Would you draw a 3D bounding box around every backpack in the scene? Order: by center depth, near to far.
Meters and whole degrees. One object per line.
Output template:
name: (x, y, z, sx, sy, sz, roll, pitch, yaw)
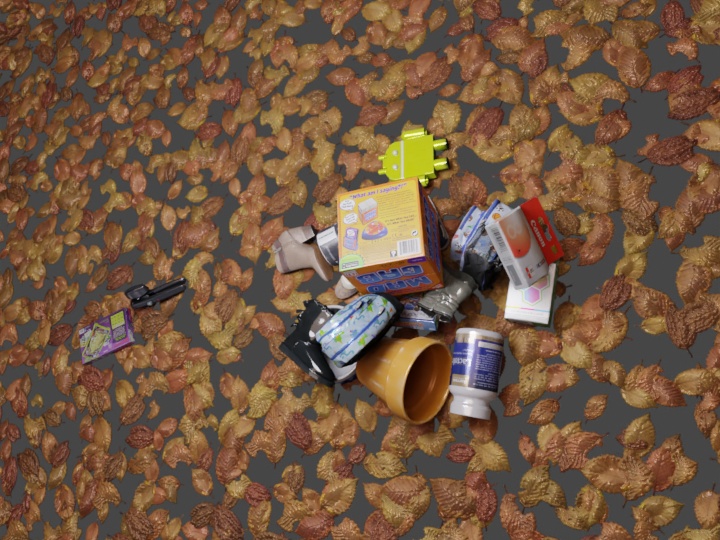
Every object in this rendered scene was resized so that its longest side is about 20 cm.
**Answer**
backpack: (-0.011, 0.140, 1.465, 0.163, 0.154, 0.200, -37, 17, 46)
backpack: (0.309, -0.072, 1.509, 0.154, 0.200, 0.191, 38, 77, 13)

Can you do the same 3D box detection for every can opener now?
can opener: (-0.628, 0.072, 1.935, 0.199, 0.079, 0.064, -14, 63, 10)

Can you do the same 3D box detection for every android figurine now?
android figurine: (0.143, -0.303, 1.711, 0.199, 0.041, 0.183, -6, 67, 20)

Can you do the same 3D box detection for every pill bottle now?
pill bottle: (0.270, 0.243, 1.474, 0.115, 0.116, 0.201, 4, 78, 24)
pill bottle: (-0.010, -0.099, 1.691, 0.199, 0.106, 0.107, -27, 67, 15)

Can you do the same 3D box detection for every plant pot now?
plant pot: (0.095, 0.246, 1.519, 0.183, 0.200, 0.201, 14, 82, 41)

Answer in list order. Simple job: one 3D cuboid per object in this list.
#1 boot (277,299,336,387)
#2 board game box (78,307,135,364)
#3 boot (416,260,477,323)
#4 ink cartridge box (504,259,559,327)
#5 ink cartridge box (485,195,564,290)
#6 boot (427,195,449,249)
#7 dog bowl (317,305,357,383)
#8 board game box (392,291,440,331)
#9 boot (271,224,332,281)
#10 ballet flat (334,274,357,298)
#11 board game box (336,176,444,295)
boot: (-0.103, 0.179, 1.591, 0.198, 0.073, 0.163, 35, 88, 27)
board game box: (-0.809, 0.209, 1.993, 0.199, 0.032, 0.121, -24, 64, 17)
boot: (0.179, 0.042, 1.541, 0.131, 0.068, 0.200, -46, 43, -14)
ink cartridge box: (0.414, 0.029, 1.501, 0.103, 0.059, 0.201, 7, 79, 25)
ink cartridge box: (0.389, -0.069, 1.415, 0.050, 0.200, 0.163, -20, 98, 59)
boot: (0.165, -0.148, 1.638, 0.073, 0.090, 0.200, -36, 65, 11)
dog bowl: (-0.064, 0.197, 1.650, 0.199, 0.079, 0.201, -6, 73, 22)
board game box: (0.114, 0.083, 1.593, 0.199, 0.035, 0.136, 4, 47, 25)
boot: (-0.169, -0.030, 1.769, 0.146, 0.070, 0.201, -29, 65, 20)
ballet flat: (0.000, 0.000, 1.682, 0.200, 0.067, 0.068, -40, 64, 9)
board game box: (0.073, -0.069, 1.479, 0.199, 0.200, 0.201, -10, 66, 17)
